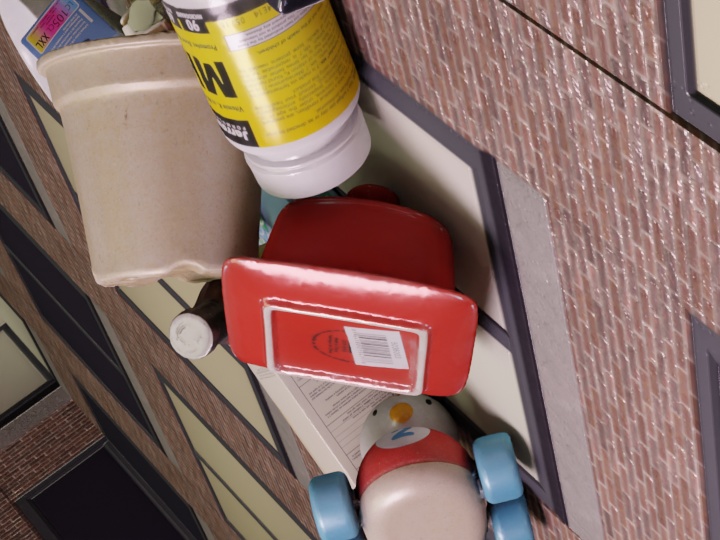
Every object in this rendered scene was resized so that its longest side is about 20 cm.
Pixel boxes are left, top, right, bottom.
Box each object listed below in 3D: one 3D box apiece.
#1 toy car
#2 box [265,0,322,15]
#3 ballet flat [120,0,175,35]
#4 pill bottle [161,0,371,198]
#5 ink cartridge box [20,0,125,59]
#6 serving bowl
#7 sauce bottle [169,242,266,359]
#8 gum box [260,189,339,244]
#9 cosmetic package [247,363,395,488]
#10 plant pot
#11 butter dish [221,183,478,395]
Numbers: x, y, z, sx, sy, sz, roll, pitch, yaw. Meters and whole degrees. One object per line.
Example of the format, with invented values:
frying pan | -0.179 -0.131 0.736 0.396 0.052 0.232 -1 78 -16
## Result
toy car | 0.046 0.169 1.695 0.177 0.184 0.200 73 -176 -49
box | -0.051 -0.281 0.974 0.198 0.123 0.200 41 143 34
ballet flat | -0.178 -0.226 1.614 0.071 0.071 0.200 55 164 -3
pill bottle | -0.066 -0.158 1.353 0.114 0.114 0.200 35 156 48
ink cartridge box | -0.203 -0.166 1.703 0.200 0.076 0.136 41 -172 32
serving bowl | -0.305 -0.230 1.964 0.200 0.066 0.200 48 163 20
sauce bottle | -0.105 0.026 1.572 0.066 0.066 0.200 53 -155 2
gum box | -0.036 -0.018 1.679 0.200 0.045 0.170 47 162 19
cosmetic package | -0.018 0.131 1.826 0.200 0.105 0.071 57 160 -5
plant pot | -0.156 -0.083 1.482 0.200 0.200 0.184 164 103 -73
butter dish | 0.000 0.000 1.460 0.199 0.148 0.200 10 153 4
